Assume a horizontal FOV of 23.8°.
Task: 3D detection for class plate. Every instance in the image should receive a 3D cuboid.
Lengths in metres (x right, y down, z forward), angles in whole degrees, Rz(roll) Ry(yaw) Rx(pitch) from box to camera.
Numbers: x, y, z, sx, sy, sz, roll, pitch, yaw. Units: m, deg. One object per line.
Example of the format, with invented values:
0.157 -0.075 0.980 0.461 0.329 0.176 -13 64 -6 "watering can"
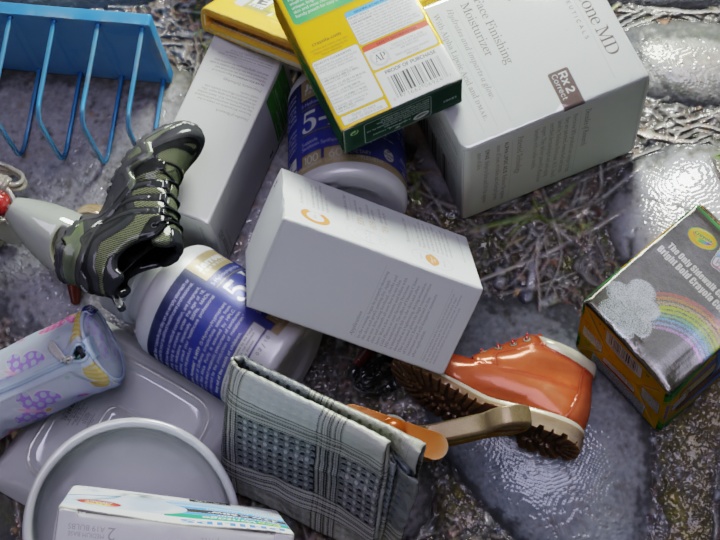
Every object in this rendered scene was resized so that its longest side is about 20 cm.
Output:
-0.235 0.167 1.669 0.199 0.032 0.200 27 73 13 "plate"

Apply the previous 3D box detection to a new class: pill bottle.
-0.015 -0.142 1.723 0.118 0.120 0.201 -4 56 2 "pill bottle"
-0.148 0.047 1.655 0.199 0.120 0.120 30 73 14 "pill bottle"

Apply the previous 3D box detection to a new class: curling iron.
0.050 0.044 1.706 0.049 0.026 0.201 35 68 -7 "curling iron"

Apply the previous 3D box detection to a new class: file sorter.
-0.310 -0.187 1.756 0.198 0.139 0.124 6 72 6 "file sorter"

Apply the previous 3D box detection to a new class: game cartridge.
-0.036 -0.274 1.748 0.175 0.033 0.200 24 46 26 "game cartridge"

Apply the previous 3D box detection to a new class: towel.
-0.041 0.183 1.569 0.199 0.193 0.035 23 47 12 "towel"

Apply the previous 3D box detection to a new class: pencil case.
-0.323 0.110 1.640 0.199 0.091 0.084 -25 103 14 "pencil case"

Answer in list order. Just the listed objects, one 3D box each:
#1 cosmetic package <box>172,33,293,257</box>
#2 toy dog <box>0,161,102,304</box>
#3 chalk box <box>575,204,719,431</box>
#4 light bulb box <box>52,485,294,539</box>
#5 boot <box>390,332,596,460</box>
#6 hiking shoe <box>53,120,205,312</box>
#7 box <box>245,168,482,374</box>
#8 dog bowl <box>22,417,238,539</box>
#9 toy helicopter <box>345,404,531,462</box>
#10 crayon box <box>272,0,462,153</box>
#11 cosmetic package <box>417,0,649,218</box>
-0.144 -0.123 1.736 0.084 0.108 0.201 17 71 12 "cosmetic package"
-0.338 -0.028 1.720 0.199 0.132 0.097 23 110 16 "toy dog"
0.322 0.032 1.642 0.200 0.124 0.125 -38 70 -12 "chalk box"
-0.164 0.262 1.445 0.196 0.200 0.126 8 86 -7 "light bulb box"
0.132 0.101 1.658 0.198 0.075 0.108 20 64 5 "boot"
-0.195 -0.049 1.608 0.100 0.076 0.201 29 71 20 "hiking shoe"
0.000 0.000 1.602 0.199 0.125 0.098 20 111 -13 "box"
-0.211 0.237 1.581 0.198 0.079 0.202 0 86 -7 "dog bowl"
0.060 0.152 1.586 0.198 0.132 0.080 -14 67 13 "toy helicopter"
-0.001 -0.226 1.621 0.125 0.052 0.201 -23 69 -7 "crayon box"
0.160 -0.185 1.711 0.199 0.165 0.166 -23 69 -6 "cosmetic package"
